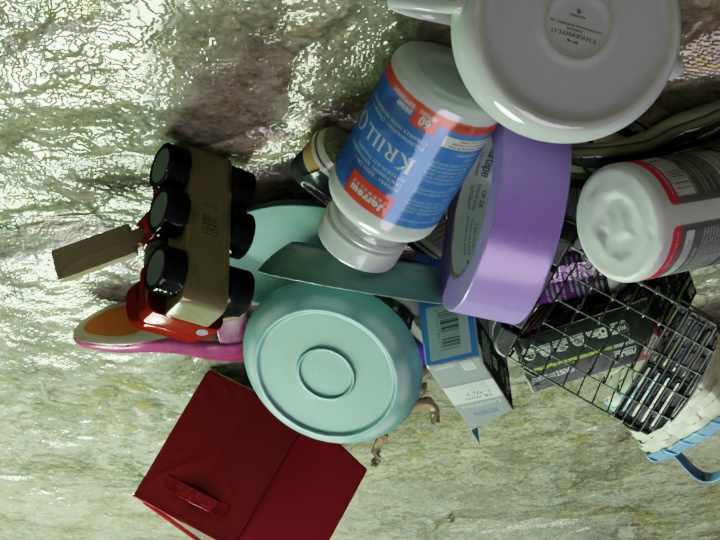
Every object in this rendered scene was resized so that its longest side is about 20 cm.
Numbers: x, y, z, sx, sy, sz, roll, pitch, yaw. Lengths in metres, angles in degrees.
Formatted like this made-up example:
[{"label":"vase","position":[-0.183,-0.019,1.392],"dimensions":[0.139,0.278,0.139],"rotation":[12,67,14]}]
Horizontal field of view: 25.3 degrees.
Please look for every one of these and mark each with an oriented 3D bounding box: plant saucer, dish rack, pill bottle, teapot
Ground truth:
[{"label":"plant saucer","position":[0.000,0.000,1.575],"dimensions":[0.199,0.036,0.200],"rotation":[10,-179,0]},{"label":"dish rack","position":[0.237,0.059,1.543],"dimensions":[0.200,0.055,0.154],"rotation":[29,115,5]},{"label":"pill bottle","position":[0.039,-0.097,1.446],"dimensions":[0.112,0.112,0.200],"rotation":[13,126,-23]},{"label":"plant saucer","position":[-0.033,0.104,1.697],"dimensions":[0.199,0.027,0.201],"rotation":[7,119,13]},{"label":"plant saucer","position":[-0.067,-0.026,1.671],"dimensions":[0.200,0.039,0.201],"rotation":[-1,147,-1]},{"label":"teapot","position":[0.155,-0.196,1.315],"dimensions":[0.197,0.200,0.146],"rotation":[-34,-171,-5]},{"label":"pill bottle","position":[0.309,-0.056,1.511],"dimensions":[0.200,0.111,0.111],"rotation":[-10,157,-37]},{"label":"pill bottle","position":[0.199,-0.025,1.619],"dimensions":[0.199,0.113,0.113],"rotation":[-9,147,11]}]

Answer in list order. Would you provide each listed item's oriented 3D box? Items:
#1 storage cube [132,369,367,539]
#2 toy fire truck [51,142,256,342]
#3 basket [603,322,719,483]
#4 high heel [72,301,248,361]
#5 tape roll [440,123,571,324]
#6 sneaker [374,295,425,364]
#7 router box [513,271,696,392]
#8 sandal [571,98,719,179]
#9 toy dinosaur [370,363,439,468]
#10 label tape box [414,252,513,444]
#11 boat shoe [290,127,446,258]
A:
[{"label":"storage cube","position":[-0.130,0.255,1.930],"dimensions":[0.171,0.180,0.200],"rotation":[20,163,35]},{"label":"toy fire truck","position":[-0.206,-0.009,1.562],"dimensions":[0.128,0.177,0.200],"rotation":[17,144,-29]},{"label":"basket","position":[0.402,0.158,1.877],"dimensions":[0.200,0.139,0.176],"rotation":[45,132,-11]},{"label":"high heel","position":[-0.220,0.080,1.808],"dimensions":[0.199,0.067,0.096],"rotation":[-11,139,-10]},{"label":"tape roll","position":[0.131,-0.054,1.473],"dimensions":[0.065,0.201,0.200],"rotation":[11,146,-8]},{"label":"sneaker","position":[0.024,0.091,1.777],"dimensions":[0.069,0.100,0.200],"rotation":[20,160,16]},{"label":"router box","position":[0.258,0.048,1.675],"dimensions":[0.150,0.200,0.062],"rotation":[-18,100,26]},{"label":"sandal","position":[0.267,-0.134,1.506],"dimensions":[0.200,0.057,0.080],"rotation":[-19,167,-6]},{"label":"toy dinosaur","position":[0.011,0.149,1.920],"dimensions":[0.135,0.086,0.200],"rotation":[35,126,-29]},{"label":"label tape box","position":[0.123,0.082,1.756],"dimensions":[0.063,0.145,0.200],"rotation":[-14,147,15]},{"label":"boat shoe","position":[0.013,-0.070,1.576],"dimensions":[0.200,0.075,0.062],"rotation":[32,136,-33]}]
